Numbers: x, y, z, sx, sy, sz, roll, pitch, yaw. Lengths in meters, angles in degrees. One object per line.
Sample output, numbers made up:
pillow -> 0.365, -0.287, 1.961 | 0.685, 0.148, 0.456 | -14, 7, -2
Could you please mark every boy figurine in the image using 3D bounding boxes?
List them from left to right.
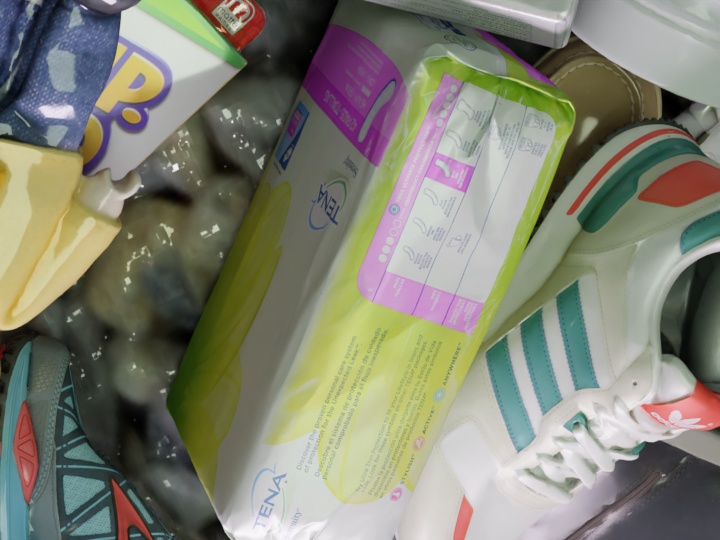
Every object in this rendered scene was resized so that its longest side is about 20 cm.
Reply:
boy figurine -> -0.148, -0.027, 0.963 | 0.124, 0.064, 0.201 | 19, 99, -20

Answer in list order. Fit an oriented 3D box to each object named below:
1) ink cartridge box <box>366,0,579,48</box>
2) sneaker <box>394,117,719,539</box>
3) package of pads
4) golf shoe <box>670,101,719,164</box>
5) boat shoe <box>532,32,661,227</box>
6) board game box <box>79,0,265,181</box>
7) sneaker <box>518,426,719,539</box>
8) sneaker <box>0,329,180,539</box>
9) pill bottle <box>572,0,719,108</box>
ink cartridge box -> 0.001, -0.190, 0.938 | 0.199, 0.045, 0.177 | 15, 82, 6
sneaker -> 0.086, 0.045, 0.977 | 0.070, 0.093, 0.200 | 24, 103, -45
package of pads -> 0.000, 0.000, 0.981 | 0.068, 0.155, 0.201 | 20, 101, -18
golf shoe -> 0.164, -0.056, 1.048 | 0.097, 0.078, 0.201 | 13, 101, -9
boat shoe -> 0.059, 0.001, 1.032 | 0.071, 0.065, 0.201 | 26, 102, 7
board game box -> -0.135, -0.059, 1.003 | 0.200, 0.030, 0.096 | -44, 111, 0
sneaker -> 0.138, 0.102, 1.098 | 0.199, 0.075, 0.106 | 28, 115, -23
sneaker -> -0.102, 0.121, 1.014 | 0.095, 0.079, 0.201 | -3, 75, -21
pill bottle -> 0.153, -0.166, 0.978 | 0.112, 0.112, 0.201 | 20, 109, -18
